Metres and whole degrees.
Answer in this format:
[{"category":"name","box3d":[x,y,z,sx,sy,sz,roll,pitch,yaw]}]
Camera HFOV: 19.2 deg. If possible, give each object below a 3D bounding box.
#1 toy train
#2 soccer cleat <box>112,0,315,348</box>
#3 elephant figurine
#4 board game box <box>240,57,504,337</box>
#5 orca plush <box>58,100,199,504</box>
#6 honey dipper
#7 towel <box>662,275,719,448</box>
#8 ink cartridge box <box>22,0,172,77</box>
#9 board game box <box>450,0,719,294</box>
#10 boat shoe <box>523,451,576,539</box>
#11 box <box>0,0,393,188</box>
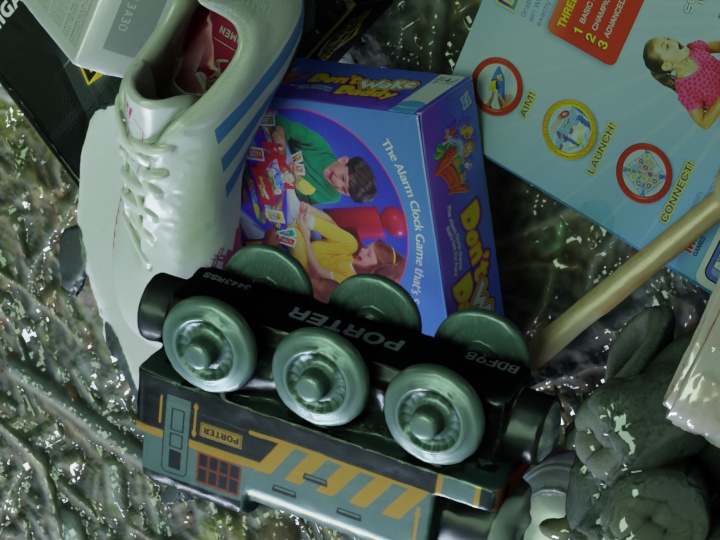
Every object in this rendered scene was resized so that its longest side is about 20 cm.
[{"category":"toy train","box3d":[-0.010,0.064,0.943,0.200,0.085,0.114,17,121,17]},{"category":"soccer cleat","box3d":[-0.087,-0.054,0.966,0.070,0.086,0.200,30,113,28]},{"category":"elephant figurine","box3d":[0.138,0.084,0.930,0.155,0.200,0.142,-13,87,-8]},{"category":"board game box","box3d":[0.000,0.000,1.032,0.134,0.045,0.200,11,122,35]},{"category":"orca plush","box3d":[-0.082,0.012,1.068,0.105,0.071,0.200,-35,74,32]},{"category":"honey dipper","box3d":[0.102,0.016,0.947,0.200,0.038,0.038,-42,77,24]},{"category":"towel","box3d":[0.244,0.012,0.812,0.200,0.032,0.191,24,91,2]},{"category":"ink cartridge box","box3d":[-0.123,-0.201,1.051,0.161,0.050,0.200,-66,31,16]},{"category":"board game box","box3d":[0.156,-0.107,0.944,0.196,0.056,0.200,33,116,22]},{"category":"boat shoe","box3d":[0.064,0.178,1.055,0.072,0.069,0.200,42,119,18]},{"category":"box","box3d":[-0.099,-0.133,1.102,0.200,0.049,0.160,-44,78,31]}]
